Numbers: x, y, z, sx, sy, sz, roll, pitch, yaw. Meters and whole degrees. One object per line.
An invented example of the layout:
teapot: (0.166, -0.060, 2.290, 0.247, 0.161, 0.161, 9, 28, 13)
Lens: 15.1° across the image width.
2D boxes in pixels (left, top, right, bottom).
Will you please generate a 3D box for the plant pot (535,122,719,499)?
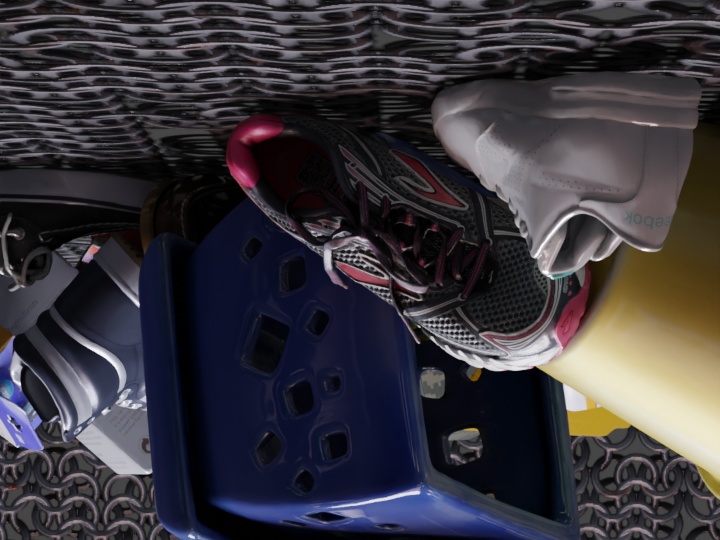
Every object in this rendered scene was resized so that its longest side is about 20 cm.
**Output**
plant pot: (0.185, 0.012, 1.329, 0.189, 0.201, 0.201, 19, 169, -19)

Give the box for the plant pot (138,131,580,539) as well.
plant pot: (-0.008, 0.062, 1.474, 0.179, 0.201, 0.200, -16, 159, 26)

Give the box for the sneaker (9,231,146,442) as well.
sneaker: (-0.134, 0.065, 1.615, 0.070, 0.108, 0.200, 43, 174, 37)

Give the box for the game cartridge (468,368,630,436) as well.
game cartridge: (0.172, 0.033, 1.747, 0.176, 0.032, 0.200, 7, 135, -49)

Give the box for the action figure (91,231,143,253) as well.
action figure: (-0.139, -0.021, 1.740, 0.065, 0.052, 0.200, -5, 171, -2)

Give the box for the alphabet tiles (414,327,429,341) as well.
alphabet tiles: (0.082, 0.010, 1.762, 0.166, 0.006, 0.200, -34, -173, -18)

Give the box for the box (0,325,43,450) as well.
box: (-0.268, 0.034, 1.677, 0.200, 0.042, 0.119, 33, 163, 18)

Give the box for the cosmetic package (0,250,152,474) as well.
cosmetic package: (-0.195, 0.041, 1.731, 0.200, 0.074, 0.102, 44, 165, -10)

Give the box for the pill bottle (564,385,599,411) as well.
pill bottle: (0.165, 0.019, 1.585, 0.199, 0.110, 0.109, -11, 175, 3)

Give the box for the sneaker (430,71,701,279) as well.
sneaker: (0.084, -0.040, 1.217, 0.075, 0.089, 0.200, 2, 180, -20)

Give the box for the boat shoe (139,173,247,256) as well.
boat shoe: (-0.061, -0.024, 1.594, 0.070, 0.071, 0.200, -7, 180, 21)

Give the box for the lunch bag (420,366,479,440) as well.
lunch bag: (0.130, 0.050, 2.090, 0.167, 0.140, 0.200, -16, 173, 8)

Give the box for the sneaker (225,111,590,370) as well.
sneaker: (0.019, -0.014, 1.291, 0.200, 0.081, 0.075, 27, -176, 29)

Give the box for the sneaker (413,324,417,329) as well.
sneaker: (0.000, 0.000, 1.757, 0.083, 0.074, 0.200, 22, 160, -15)

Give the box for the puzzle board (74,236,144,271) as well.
puzzle board: (-0.111, 0.026, 1.733, 0.150, 0.017, 0.200, 20, 168, -8)

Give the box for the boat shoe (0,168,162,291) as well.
boat shoe: (-0.205, -0.023, 1.591, 0.199, 0.068, 0.074, 0, 175, 0)

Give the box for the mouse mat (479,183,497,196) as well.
mouse mat: (0.090, -0.026, 1.592, 0.161, 0.008, 0.200, 2, 160, -40)
